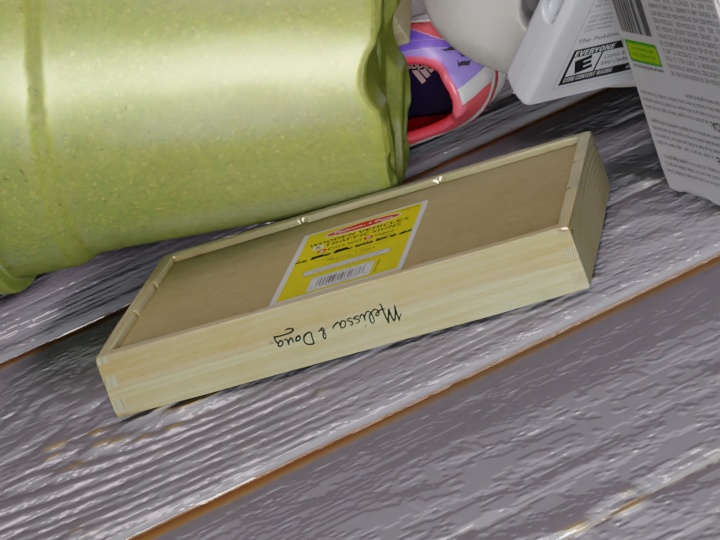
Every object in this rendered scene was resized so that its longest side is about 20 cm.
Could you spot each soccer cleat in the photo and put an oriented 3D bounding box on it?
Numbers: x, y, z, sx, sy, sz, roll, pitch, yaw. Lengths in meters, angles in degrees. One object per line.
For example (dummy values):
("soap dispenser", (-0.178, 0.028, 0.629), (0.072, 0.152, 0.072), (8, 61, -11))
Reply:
("soccer cleat", (-0.028, -0.080, 1.281), (0.199, 0.069, 0.073), (-11, 17, 19))

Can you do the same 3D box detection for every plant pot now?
("plant pot", (-0.074, -0.093, 1.145), (0.183, 0.202, 0.201), (-2, 19, 8))

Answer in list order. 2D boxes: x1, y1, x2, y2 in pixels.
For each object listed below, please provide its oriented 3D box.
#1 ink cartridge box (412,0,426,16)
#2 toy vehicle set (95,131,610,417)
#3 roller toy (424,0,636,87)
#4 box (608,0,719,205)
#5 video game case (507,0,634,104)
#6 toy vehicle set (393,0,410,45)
("ink cartridge box", (-0.036, -0.170, 1.435), (0.083, 0.147, 0.199), (-30, 19, -35))
("toy vehicle set", (0.000, 0.000, 1.053), (0.199, 0.027, 0.124), (-16, 17, 16))
("roller toy", (0.116, -0.169, 1.223), (0.182, 0.141, 0.200), (-23, 34, -36))
("box", (0.213, -0.108, 1.010), (0.199, 0.102, 0.112), (-24, 16, -13))
("video game case", (0.172, -0.152, 1.079), (0.199, 0.022, 0.183), (-15, -31, -27))
("toy vehicle set", (-0.068, -0.131, 1.290), (0.199, 0.027, 0.125), (-17, 41, 21))
